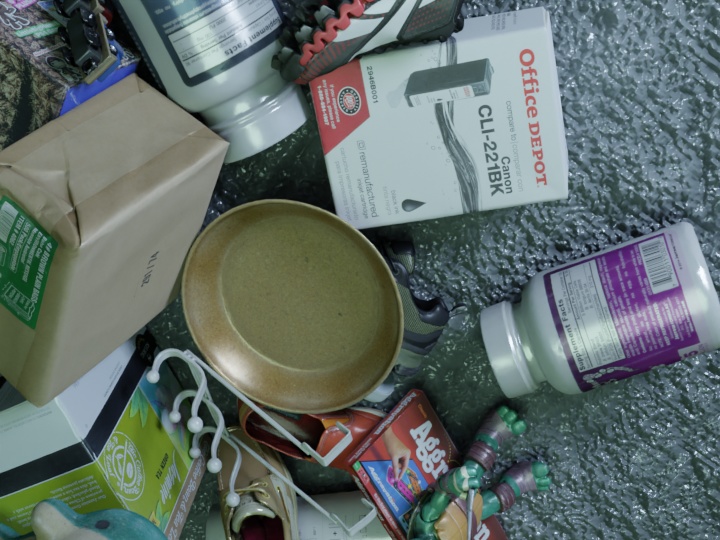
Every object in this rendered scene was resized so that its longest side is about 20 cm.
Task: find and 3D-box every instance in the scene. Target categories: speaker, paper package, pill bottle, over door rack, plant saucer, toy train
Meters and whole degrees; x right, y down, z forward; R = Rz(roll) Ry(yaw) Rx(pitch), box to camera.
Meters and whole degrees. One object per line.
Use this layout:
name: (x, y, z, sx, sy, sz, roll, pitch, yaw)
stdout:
speaker: (-0.053, 0.266, 1.159, 0.197, 0.081, 0.082, -8, 113, 10)
paper package: (-0.214, -0.024, 0.922, 0.103, 0.191, 0.201, 36, 134, 9)
pill bottle: (0.209, 0.042, 1.007, 0.197, 0.113, 0.113, -20, 111, 16)
pill bottle: (-0.123, -0.197, 0.937, 0.118, 0.120, 0.202, -21, 110, 16)
over door rack: (-0.092, 0.160, 1.017, 0.198, 0.067, 0.149, 22, 150, 25)
plant saucer: (-0.056, 0.027, 0.993, 0.197, 0.036, 0.203, 6, 117, 13)
toy train: (-0.217, -0.210, 0.910, 0.034, 0.201, 0.046, -36, 135, 16)

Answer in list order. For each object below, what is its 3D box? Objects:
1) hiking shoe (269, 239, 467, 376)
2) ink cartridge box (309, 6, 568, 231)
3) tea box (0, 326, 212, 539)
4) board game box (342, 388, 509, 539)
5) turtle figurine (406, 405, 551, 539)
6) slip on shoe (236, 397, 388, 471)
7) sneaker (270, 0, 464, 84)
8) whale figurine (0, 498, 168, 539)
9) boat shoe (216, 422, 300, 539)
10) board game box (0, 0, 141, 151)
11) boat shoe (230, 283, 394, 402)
hiking shoe: (0.000, 0.000, 1.047, 0.199, 0.076, 0.101, 40, 96, -14)
ink cartridge box: (0.069, -0.125, 0.964, 0.197, 0.084, 0.146, -8, 112, 10)
tea box: (-0.253, 0.160, 1.070, 0.132, 0.201, 0.199, -20, 112, 15)
board game box: (0.067, 0.224, 1.113, 0.019, 0.103, 0.201, 4, 131, 53)
turtle figurine: (0.096, 0.226, 1.061, 0.100, 0.200, 0.151, 12, 132, 36)
slip on shoe: (-0.029, 0.163, 1.120, 0.197, 0.061, 0.075, 22, 113, -4)
sneaker: (0.024, -0.198, 0.880, 0.200, 0.071, 0.098, -38, 119, 16)
whale figurine: (-0.233, 0.247, 0.957, 0.197, 0.104, 0.161, 7, 119, 30)
boat shoe: (-0.096, 0.233, 1.101, 0.073, 0.066, 0.202, -24, 67, 3)
board game box: (-0.303, -0.154, 0.949, 0.199, 0.097, 0.161, 36, 124, 10)
boat shoe: (-0.061, 0.068, 1.075, 0.198, 0.074, 0.068, 33, 122, -12)
